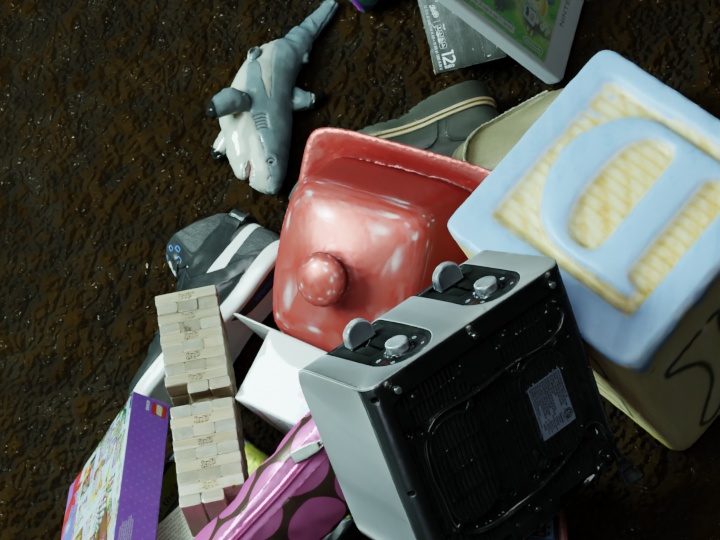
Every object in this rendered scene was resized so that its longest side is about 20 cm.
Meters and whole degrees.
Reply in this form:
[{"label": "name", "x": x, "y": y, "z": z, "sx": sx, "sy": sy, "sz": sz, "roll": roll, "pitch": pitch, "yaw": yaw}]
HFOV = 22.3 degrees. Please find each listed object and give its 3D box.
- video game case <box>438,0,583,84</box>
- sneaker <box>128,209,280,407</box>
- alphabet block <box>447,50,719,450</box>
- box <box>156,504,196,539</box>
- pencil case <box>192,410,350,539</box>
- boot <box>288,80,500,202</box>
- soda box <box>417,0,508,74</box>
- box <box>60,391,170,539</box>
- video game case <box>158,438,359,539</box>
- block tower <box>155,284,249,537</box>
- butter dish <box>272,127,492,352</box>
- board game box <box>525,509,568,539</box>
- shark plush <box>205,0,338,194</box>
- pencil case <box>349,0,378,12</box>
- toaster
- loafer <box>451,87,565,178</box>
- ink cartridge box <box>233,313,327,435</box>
[{"label": "video game case", "x": 0.128, "y": -0.287, "z": 1.571, "sx": 0.022, "sy": 0.199, "sz": 0.183, "roll": -4, "pitch": 62, "yaw": 48}, {"label": "sneaker", "x": -0.151, "y": 0.034, "z": 1.615, "sx": 0.112, "sy": 0.073, "sz": 0.200, "roll": 34, "pitch": 75, "yaw": 34}, {"label": "alphabet block", "x": 0.217, "y": -0.012, "z": 1.402, "sx": 0.195, "sy": 0.200, "sz": 0.196, "roll": -47, "pitch": 59, "yaw": -4}, {"label": "box", "x": -0.086, "y": 0.269, "z": 1.446, "sx": 0.082, "sy": 0.068, "sz": 0.200, "roll": -42, "pitch": 59, "yaw": 2}, {"label": "pencil case", "x": -0.062, "y": 0.181, "z": 1.368, "sx": 0.091, "sy": 0.094, "sz": 0.200, "roll": 40, "pitch": 96, "yaw": 7}, {"label": "boot", "x": 0.048, "y": -0.060, "z": 1.571, "sx": 0.199, "sy": 0.077, "sz": 0.139, "roll": -31, "pitch": 64, "yaw": 8}, {"label": "soda box", "x": 0.079, "y": -0.279, "z": 1.600, "sx": 0.070, "sy": 0.063, "sz": 0.202, "roll": -12, "pitch": 101, "yaw": 17}, {"label": "box", "x": -0.205, "y": 0.215, "z": 1.485, "sx": 0.137, "sy": 0.039, "sz": 0.201, "roll": -53, "pitch": 23, "yaw": 35}, {"label": "video game case", "x": -0.123, "y": 0.245, "z": 1.527, "sx": 0.180, "sy": 0.026, "sz": 0.201, "roll": 32, "pitch": 82, "yaw": 30}, {"label": "block tower", "x": -0.126, "y": 0.111, "z": 1.478, "sx": 0.054, "sy": 0.058, "sz": 0.201, "roll": -11, "pitch": 56, "yaw": -1}, {"label": "butter dish", "x": 0.000, "y": 0.000, "z": 1.486, "sx": 0.198, "sy": 0.148, "sz": 0.202, "roll": 17, "pitch": 105, "yaw": 26}, {"label": "board game box", "x": 0.100, "y": 0.192, "z": 1.343, "sx": 0.102, "sy": 0.020, "sz": 0.200, "roll": -2, "pitch": 24, "yaw": 4}, {"label": "shark plush", "x": -0.071, "y": -0.162, "z": 1.692, "sx": 0.083, "sy": 0.091, "sz": 0.201, "roll": 23, "pitch": 55, "yaw": 10}, {"label": "pencil case", "x": 0.054, "y": -0.324, "z": 1.674, "sx": 0.199, "sy": 0.093, "sz": 0.085, "roll": -35, "pitch": 21, "yaw": 6}, {"label": "toaster", "x": 0.076, "y": 0.104, "z": 1.292, "sx": 0.180, "sy": 0.201, "sz": 0.118, "roll": -32, "pitch": 26, "yaw": -23}, {"label": "loafer", "x": 0.168, "y": -0.119, "z": 1.519, "sx": 0.199, "sy": 0.068, "sz": 0.076, "roll": -22, "pitch": 67, "yaw": -8}, {"label": "ink cartridge box", "x": -0.020, "y": 0.113, "z": 1.491, "sx": 0.199, "sy": 0.115, "sz": 0.068, "roll": 22, "pitch": 78, "yaw": 29}]
